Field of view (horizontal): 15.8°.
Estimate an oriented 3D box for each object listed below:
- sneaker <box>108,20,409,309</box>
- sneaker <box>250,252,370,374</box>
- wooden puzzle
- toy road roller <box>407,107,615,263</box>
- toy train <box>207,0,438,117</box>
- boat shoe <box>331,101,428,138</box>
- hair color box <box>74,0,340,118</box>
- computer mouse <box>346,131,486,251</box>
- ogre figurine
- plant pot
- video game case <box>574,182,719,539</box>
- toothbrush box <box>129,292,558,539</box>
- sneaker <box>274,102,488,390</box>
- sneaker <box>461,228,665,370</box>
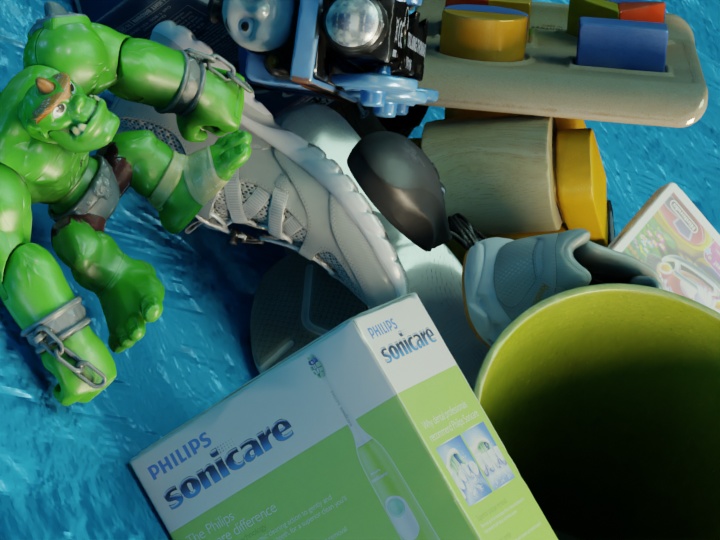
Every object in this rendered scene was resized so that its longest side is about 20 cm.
[{"bbox_3d":[-0.057,-0.041,1.406,0.200,0.082,0.075,43,-2,7],"label":"sneaker"},{"bbox_3d":[-0.004,0.082,1.422,0.080,0.070,0.201,61,4,-65],"label":"sneaker"},{"bbox_3d":[0.119,-0.143,1.600,0.200,0.184,0.047,-76,171,-70],"label":"wooden puzzle"},{"bbox_3d":[0.091,-0.073,1.614,0.200,0.122,0.147,58,30,-69],"label":"toy road roller"},{"bbox_3d":[-0.016,-0.130,1.414,0.200,0.114,0.087,-9,105,-82],"label":"toy train"},{"bbox_3d":[0.010,-0.111,1.655,0.072,0.072,0.200,45,26,-24],"label":"boat shoe"},{"bbox_3d":[-0.091,-0.162,1.538,0.200,0.060,0.100,24,40,-51],"label":"hair color box"},{"bbox_3d":[0.051,-0.031,1.455,0.059,0.034,0.200,58,13,29],"label":"computer mouse"},{"bbox_3d":[-0.135,-0.044,1.266,0.120,0.201,0.098,36,-14,-20],"label":"ogre figurine"},{"bbox_3d":[0.126,0.138,1.410,0.186,0.200,0.188,6,58,-10],"label":"plant pot"},{"bbox_3d":[0.180,0.057,1.557,0.143,0.018,0.200,49,54,-7],"label":"video game case"},{"bbox_3d":[0.006,0.136,1.259,0.201,0.145,0.086,59,24,4],"label":"toothbrush box"},{"bbox_3d":[0.000,0.000,1.502,0.075,0.088,0.201,-31,91,-31],"label":"sneaker"},{"bbox_3d":[0.149,0.040,1.461,0.200,0.092,0.076,32,57,-37],"label":"sneaker"}]
